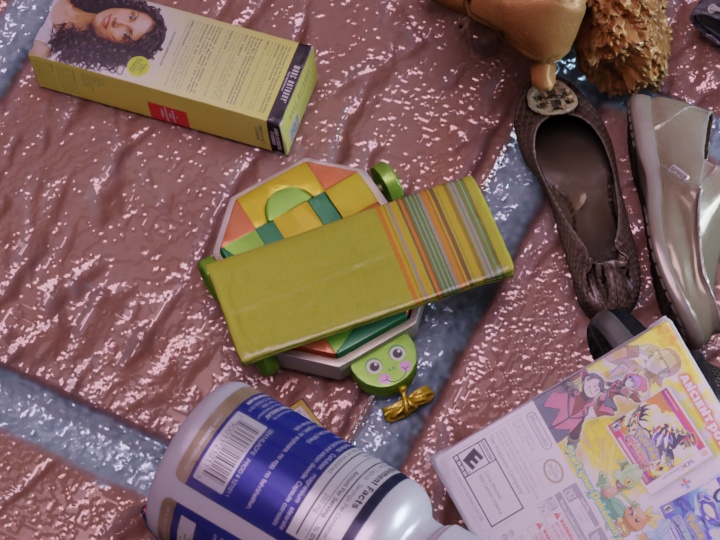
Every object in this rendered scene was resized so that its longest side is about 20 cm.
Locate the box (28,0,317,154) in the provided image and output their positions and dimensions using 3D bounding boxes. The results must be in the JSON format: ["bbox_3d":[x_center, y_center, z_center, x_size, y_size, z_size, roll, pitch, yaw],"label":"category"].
[{"bbox_3d":[-0.137,-0.149,1.777,0.199,0.050,0.075,15,65,10],"label":"box"}]

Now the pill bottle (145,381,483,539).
[{"bbox_3d":[-0.026,0.165,1.537,0.200,0.116,0.116,29,68,16],"label":"pill bottle"}]

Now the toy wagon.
[{"bbox_3d":[-0.013,0.014,1.694,0.155,0.040,0.200,-29,65,-11],"label":"toy wagon"}]

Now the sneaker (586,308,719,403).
[{"bbox_3d":[0.245,0.086,1.625,0.114,0.076,0.199,-38,71,-17],"label":"sneaker"}]

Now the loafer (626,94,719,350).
[{"bbox_3d":[0.230,-0.040,1.688,0.068,0.076,0.201,-10,62,5],"label":"loafer"}]

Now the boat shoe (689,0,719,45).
[{"bbox_3d":[0.325,-0.148,1.738,0.200,0.072,0.068,38,69,22],"label":"boat shoe"}]

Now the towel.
[{"bbox_3d":[0.000,0.000,1.671,0.199,0.018,0.086,-19,59,-5],"label":"towel"}]

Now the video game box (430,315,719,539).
[{"bbox_3d":[0.171,0.161,1.560,0.182,0.047,0.200,-31,77,9],"label":"video game box"}]

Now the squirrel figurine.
[{"bbox_3d":[0.143,-0.204,1.717,0.199,0.142,0.187,18,24,-16],"label":"squirrel figurine"}]

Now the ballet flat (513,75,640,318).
[{"bbox_3d":[0.155,-0.058,1.716,0.067,0.046,0.201,-11,63,-3],"label":"ballet flat"}]

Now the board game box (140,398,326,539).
[{"bbox_3d":[-0.035,0.200,1.604,0.135,0.035,0.200,-33,66,-13],"label":"board game box"}]
